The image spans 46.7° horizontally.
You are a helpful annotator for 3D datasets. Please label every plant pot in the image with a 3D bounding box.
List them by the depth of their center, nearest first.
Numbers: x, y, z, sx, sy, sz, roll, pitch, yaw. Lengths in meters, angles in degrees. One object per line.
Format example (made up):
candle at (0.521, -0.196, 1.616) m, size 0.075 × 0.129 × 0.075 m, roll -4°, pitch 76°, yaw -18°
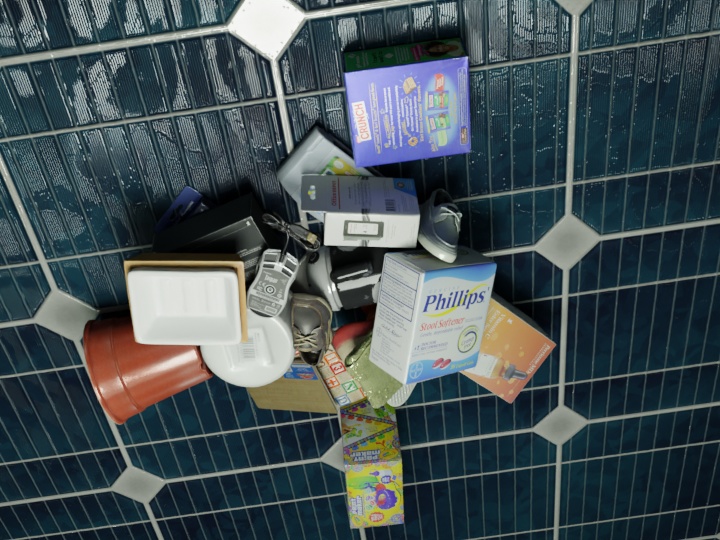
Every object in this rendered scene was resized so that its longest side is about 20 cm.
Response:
plant pot at (-0.389, 0.159, 1.570) m, size 0.191 × 0.202 × 0.204 m, roll -18°, pitch 127°, yaw -2°

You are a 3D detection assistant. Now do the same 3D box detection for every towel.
towel at (0.064, 0.141, 1.511) m, size 0.200 × 0.036 × 0.149 m, roll -46°, pitch 131°, yaw -16°

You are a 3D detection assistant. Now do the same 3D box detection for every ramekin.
ramekin at (-0.205, 0.117, 1.546) m, size 0.195 × 0.098 × 0.205 m, roll 1°, pitch 119°, yaw 1°

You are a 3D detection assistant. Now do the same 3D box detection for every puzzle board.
puzzle board at (-0.153, 0.231, 1.696) m, size 0.196 × 0.018 × 0.153 m, roll -1°, pitch 131°, yaw 27°

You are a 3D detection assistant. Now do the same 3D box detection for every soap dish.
soap dish at (-0.288, 0.045, 1.403) m, size 0.194 × 0.082 × 0.161 m, roll 0°, pitch 120°, yaw -1°

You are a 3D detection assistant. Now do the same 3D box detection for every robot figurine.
robot figurine at (-0.001, -0.002, 1.496) m, size 0.195 × 0.127 × 0.152 m, roll -13°, pitch 142°, yaw 7°

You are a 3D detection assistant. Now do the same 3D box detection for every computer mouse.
computer mouse at (-0.143, -0.006, 1.416) m, size 0.107 × 0.044 × 0.202 m, roll 20°, pitch 123°, yaw -10°

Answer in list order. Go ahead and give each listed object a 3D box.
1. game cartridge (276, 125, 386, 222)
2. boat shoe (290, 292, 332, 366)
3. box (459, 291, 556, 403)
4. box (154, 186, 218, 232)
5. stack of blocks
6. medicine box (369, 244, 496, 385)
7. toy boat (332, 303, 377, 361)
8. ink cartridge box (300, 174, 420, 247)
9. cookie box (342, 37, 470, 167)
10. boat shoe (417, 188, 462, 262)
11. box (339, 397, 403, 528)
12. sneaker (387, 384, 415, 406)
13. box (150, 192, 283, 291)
game cartridge at (-0.043, -0.147, 1.461) m, size 0.198 × 0.041 × 0.133 m, roll 34°, pitch 121°, yaw -25°
boat shoe at (-0.086, 0.110, 1.483) m, size 0.073 × 0.075 × 0.201 m, roll 2°, pitch 149°, yaw 10°
box at (0.251, 0.133, 1.623) m, size 0.198 × 0.107 × 0.154 m, roll 32°, pitch 101°, yaw -25°
box at (-0.264, -0.054, 1.513) m, size 0.198 × 0.033 × 0.121 m, roll 33°, pitch 118°, yaw -24°
stack of blocks at (-0.059, 0.182, 1.685) m, size 0.113 × 0.059 × 0.202 m, roll -23°, pitch 125°, yaw 12°
medicine box at (0.124, 0.071, 1.436) m, size 0.179 × 0.102 × 0.205 m, roll -7°, pitch 115°, yaw -39°
toy boat at (0.029, 0.091, 1.593) m, size 0.197 × 0.132 × 0.131 m, roll -24°, pitch 165°, yaw -30°
ink cartridge box at (-0.004, -0.101, 1.405) m, size 0.195 × 0.117 × 0.069 m, roll 2°, pitch 127°, yaw -5°
cookie box at (0.076, -0.271, 1.354) m, size 0.195 × 0.076 × 0.174 m, roll -7°, pitch 127°, yaw 0°
boat shoe at (0.137, -0.085, 1.422) m, size 0.069 × 0.202 × 0.072 m, roll 24°, pitch 114°, yaw -14°
box at (0.022, 0.399, 1.768) m, size 0.119 × 0.195 × 0.204 m, roll -5°, pitch 128°, yaw -1°
sneaker at (0.103, 0.174, 1.689) m, size 0.078 × 0.079 × 0.201 m, roll 41°, pitch 89°, yaw -29°
box at (-0.247, -0.028, 1.464) m, size 0.196 × 0.080 × 0.142 m, roll -21°, pitch 130°, yaw 10°
